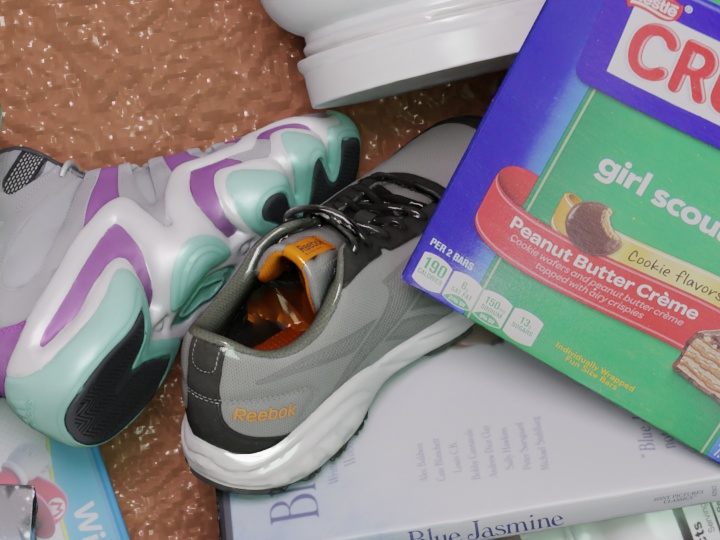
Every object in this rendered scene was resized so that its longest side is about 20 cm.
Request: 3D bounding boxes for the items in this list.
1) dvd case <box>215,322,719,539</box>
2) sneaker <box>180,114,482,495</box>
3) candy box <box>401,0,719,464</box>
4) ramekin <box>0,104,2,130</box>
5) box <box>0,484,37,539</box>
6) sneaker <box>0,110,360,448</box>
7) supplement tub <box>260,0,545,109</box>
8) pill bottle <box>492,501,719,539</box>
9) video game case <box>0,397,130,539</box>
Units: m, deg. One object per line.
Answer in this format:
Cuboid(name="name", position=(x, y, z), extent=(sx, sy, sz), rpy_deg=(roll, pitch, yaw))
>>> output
Cuboid(name="dvd case", position=(0.038, 0.049, 1.131), extent=(0.199, 0.018, 0.143), rpy_deg=(-10, 45, 1))
Cuboid(name="sneaker", position=(0.000, 0.000, 1.118), extent=(0.074, 0.080, 0.200), rpy_deg=(21, 50, 28))
Cuboid(name="candy box", position=(0.133, -0.042, 1.039), extent=(0.169, 0.077, 0.200), rpy_deg=(30, 126, 3))
Cuboid(name="ramekin", position=(-0.218, -0.013, 1.063), extent=(0.097, 0.200, 0.201), rpy_deg=(31, 83, -15))
Cuboid(name="box", position=(-0.227, 0.149, 1.090), extent=(0.199, 0.038, 0.137), rpy_deg=(3, 69, -3))
Cuboid(name="sneaker", position=(-0.103, -0.028, 1.147), extent=(0.140, 0.078, 0.200), rpy_deg=(31, 48, 24))
Cuboid(name="supplement tub", position=(0.017, -0.176, 1.134), extent=(0.144, 0.145, 0.201), rpy_deg=(-13, 91, -11))
Cuboid(name="pill bottle", position=(0.153, 0.084, 1.169), extent=(0.199, 0.112, 0.113), rpy_deg=(-22, 92, -10))
Cuboid(name="video game case", position=(-0.187, 0.137, 1.127), extent=(0.199, 0.018, 0.144), rpy_deg=(-17, 71, -11))
